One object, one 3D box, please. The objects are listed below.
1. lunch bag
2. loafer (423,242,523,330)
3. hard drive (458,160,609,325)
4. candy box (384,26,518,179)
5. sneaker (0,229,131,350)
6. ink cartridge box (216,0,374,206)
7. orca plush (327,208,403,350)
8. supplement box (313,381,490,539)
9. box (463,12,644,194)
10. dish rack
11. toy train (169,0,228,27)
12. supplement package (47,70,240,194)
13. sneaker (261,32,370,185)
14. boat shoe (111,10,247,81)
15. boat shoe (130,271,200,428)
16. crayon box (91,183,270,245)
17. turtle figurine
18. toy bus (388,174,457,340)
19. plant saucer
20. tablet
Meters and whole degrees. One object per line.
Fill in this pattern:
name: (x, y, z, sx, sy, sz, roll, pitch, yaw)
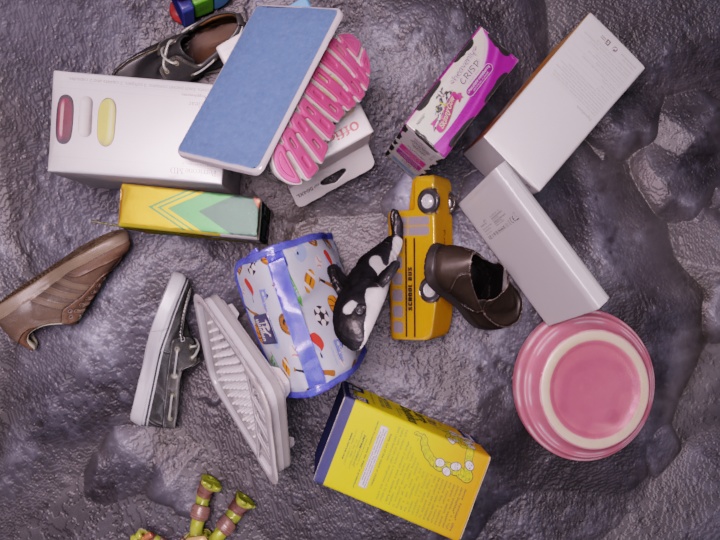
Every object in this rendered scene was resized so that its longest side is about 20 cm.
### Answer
lunch bag: (-0.069, 0.049, 0.796, 0.121, 0.200, 0.174, -20, 92, 3)
loafer: (0.156, 0.027, 0.829, 0.198, 0.070, 0.075, 26, 71, -45)
hard drive: (0.210, -0.028, 0.838, 0.026, 0.132, 0.202, -36, 86, -17)
candy box: (0.101, -0.191, 0.806, 0.061, 0.200, 0.137, 38, 87, -3)
sneaker: (-0.368, 0.024, 0.858, 0.197, 0.071, 0.077, -31, 111, 1)
ink cartridge box: (-0.072, -0.198, 0.834, 0.126, 0.125, 0.204, -28, 91, -3)
orca plush: (0.000, 0.000, 0.754, 0.070, 0.106, 0.203, 28, 56, -3)
supplement box: (0.048, 0.237, 0.851, 0.195, 0.109, 0.112, 23, 89, -3)
box: (0.240, -0.200, 0.852, 0.097, 0.124, 0.201, 41, 88, -2)
dish rack: (-0.134, 0.132, 0.792, 0.043, 0.175, 0.200, -23, 47, -25)
toy train: (-0.224, -0.430, 0.851, 0.113, 0.085, 0.204, -25, 92, -13)
supplement package: (-0.249, -0.157, 0.809, 0.193, 0.156, 0.115, 3, 90, -3)
sneaker: (-0.058, -0.176, 0.737, 0.073, 0.086, 0.204, 37, 66, -29)
boat shoe: (-0.233, -0.276, 0.854, 0.195, 0.068, 0.074, -21, 86, 0)
boat shoe: (-0.240, 0.105, 0.862, 0.069, 0.072, 0.206, 14, 99, -12)
crayon box: (-0.214, -0.068, 0.826, 0.194, 0.127, 0.053, 5, 90, -4)
turtle figurine: (-0.199, 0.362, 0.860, 0.196, 0.064, 0.164, 28, 81, 6)
toy bus: (0.080, -0.016, 0.863, 0.076, 0.065, 0.207, -1, 90, 32)
plant saucer: (0.305, 0.155, 0.894, 0.194, 0.051, 0.207, 0, 90, -4)
tablet: (-0.106, -0.197, 0.705, 0.128, 0.014, 0.204, 16, 74, 33)
